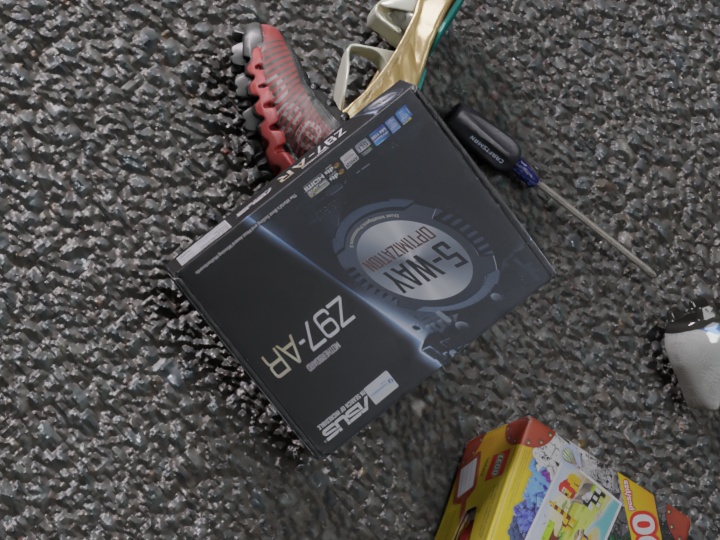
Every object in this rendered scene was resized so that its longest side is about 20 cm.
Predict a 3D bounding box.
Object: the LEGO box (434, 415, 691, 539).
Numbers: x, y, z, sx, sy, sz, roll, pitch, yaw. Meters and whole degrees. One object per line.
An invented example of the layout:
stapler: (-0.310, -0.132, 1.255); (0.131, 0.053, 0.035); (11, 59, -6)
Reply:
LEGO box: (0.120, 0.223, 1.610); (0.149, 0.077, 0.200); (33, 57, -19)

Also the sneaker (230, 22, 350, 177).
sneaker: (-0.022, -0.079, 1.621); (0.098, 0.071, 0.200); (-22, 86, -2)

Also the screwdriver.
screwdriver: (0.138, -0.052, 1.761); (0.200, 0.028, 0.029); (42, 85, -14)

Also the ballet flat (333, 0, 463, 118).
ballet flat: (0.025, -0.157, 1.705); (0.063, 0.069, 0.200); (27, 57, -6)

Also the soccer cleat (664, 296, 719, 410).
soccer cleat: (0.305, 0.049, 1.814); (0.200, 0.070, 0.086); (-18, 98, -34)

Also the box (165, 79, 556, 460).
box: (0.000, 0.000, 1.565); (0.200, 0.044, 0.160); (-38, 104, -3)
